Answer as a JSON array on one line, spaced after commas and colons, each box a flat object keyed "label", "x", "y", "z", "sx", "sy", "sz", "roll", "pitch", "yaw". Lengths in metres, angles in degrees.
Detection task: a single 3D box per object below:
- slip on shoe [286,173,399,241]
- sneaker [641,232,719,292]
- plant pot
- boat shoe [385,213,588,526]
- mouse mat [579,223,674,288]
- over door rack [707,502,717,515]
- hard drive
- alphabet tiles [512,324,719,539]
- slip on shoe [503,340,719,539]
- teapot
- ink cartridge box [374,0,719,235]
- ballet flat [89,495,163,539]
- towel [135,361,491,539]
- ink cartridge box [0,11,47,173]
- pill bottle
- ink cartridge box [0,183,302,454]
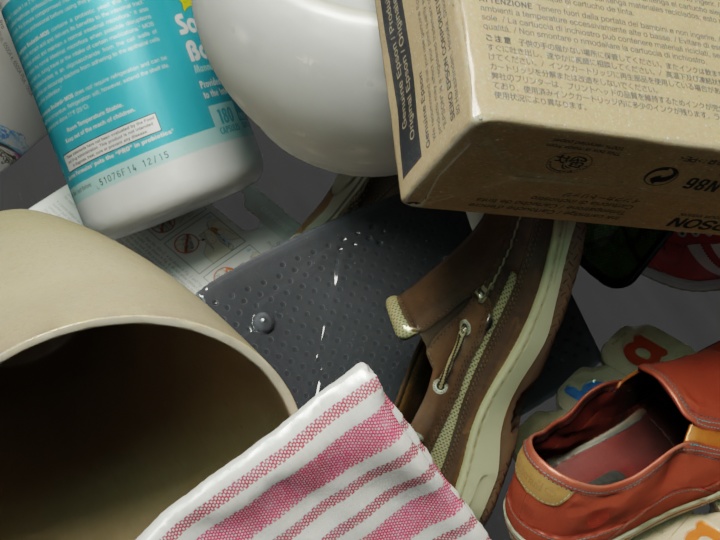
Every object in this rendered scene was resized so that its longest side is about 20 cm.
[{"label": "slip on shoe", "x": 0.000, "y": 0.000, "z": 0.798, "sx": 0.060, "sy": 0.077, "sz": 0.201, "roll": 12, "pitch": 54, "yaw": 26}, {"label": "sneaker", "x": 0.197, "y": -0.031, "z": 0.706, "sx": 0.198, "sy": 0.112, "sz": 0.072, "roll": 13, "pitch": 76, "yaw": 34}, {"label": "plant pot", "x": -0.147, "y": 0.054, "z": 0.672, "sx": 0.186, "sy": 0.189, "sz": 0.200, "roll": -29, "pitch": 38, "yaw": -9}, {"label": "boat shoe", "x": 0.048, "y": 0.025, "z": 0.655, "sx": 0.074, "sy": 0.075, "sz": 0.205, "roll": 14, "pitch": 103, "yaw": -7}, {"label": "mouse mat", "x": 0.139, "y": -0.114, "z": 0.724, "sx": 0.161, "sy": 0.007, "sz": 0.201, "roll": 45, "pitch": 108, "yaw": 26}, {"label": "over door rack", "x": 0.181, "y": 0.219, "z": 0.645, "sx": 0.147, "sy": 0.067, "sz": 0.200, "roll": 29, "pitch": 53, "yaw": 23}, {"label": "hard drive", "x": 0.020, "y": 0.034, "z": 0.741, "sx": 0.198, "sy": 0.042, "sz": 0.136, "roll": -23, "pitch": 83, "yaw": -26}, {"label": "alphabet tiles", "x": 0.180, "y": 0.105, "z": 0.695, "sx": 0.195, "sy": 0.015, "sz": 0.199, "roll": 31, "pitch": 55, "yaw": 31}, {"label": "slip on shoe", "x": 0.155, "y": 0.072, "z": 0.678, "sx": 0.198, "sy": 0.062, "sz": 0.074, "roll": -25, "pitch": 45, "yaw": -21}, {"label": "teapot", "x": -0.001, "y": -0.122, "z": 0.725, "sx": 0.194, "sy": 0.147, "sz": 0.202, "roll": 7, "pitch": 47, "yaw": -3}, {"label": "ink cartridge box", "x": 0.108, "y": -0.107, "z": 0.605, "sx": 0.197, "sy": 0.075, "sz": 0.167, "roll": 5, "pitch": 63, "yaw": -23}, {"label": "ballet flat", "x": -0.065, "y": 0.148, "z": 0.722, "sx": 0.197, "sy": 0.067, "sz": 0.065, "roll": 2, "pitch": 95, "yaw": 21}, {"label": "towel", "x": -0.003, "y": 0.156, "z": 0.637, "sx": 0.146, "sy": 0.201, "sz": 0.030, "roll": -39, "pitch": 27, "yaw": -8}, {"label": "ink cartridge box", "x": -0.290, "y": -0.138, "z": 0.884, "sx": 0.147, "sy": 0.145, "sz": 0.200, "roll": 37, "pitch": 71, "yaw": 27}, {"label": "pill bottle", "x": -0.137, "y": -0.127, "z": 0.792, "sx": 0.110, "sy": 0.111, "sz": 0.202, "roll": -21, "pitch": 93, "yaw": -5}, {"label": "ink cartridge box", "x": -0.139, "y": 0.012, "z": 0.839, "sx": 0.199, "sy": 0.051, "sz": 0.162, "roll": -35, "pitch": 58, "yaw": -29}]
